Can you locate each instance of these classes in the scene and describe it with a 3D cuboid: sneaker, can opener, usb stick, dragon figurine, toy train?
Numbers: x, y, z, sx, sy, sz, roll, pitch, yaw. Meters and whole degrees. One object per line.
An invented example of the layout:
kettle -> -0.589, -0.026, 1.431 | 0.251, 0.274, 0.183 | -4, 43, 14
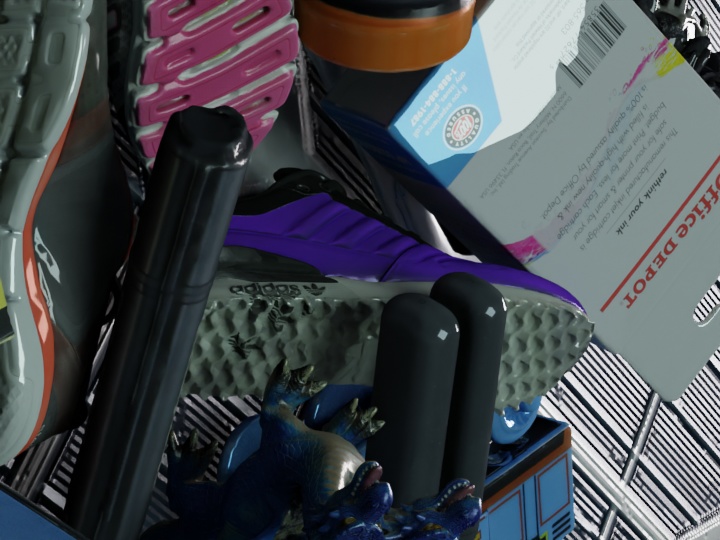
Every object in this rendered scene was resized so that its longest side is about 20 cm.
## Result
sneaker -> -0.079, -0.122, 0.818 | 0.074, 0.087, 0.200 | -28, 139, -17
can opener -> 0.036, 0.101, 0.841 | 0.053, 0.067, 0.200 | -22, 130, -39
usb stick -> -0.078, 0.037, 0.781 | 0.033, 0.055, 0.200 | 14, 110, -10
dragon figurine -> -0.040, 0.101, 0.789 | 0.059, 0.200, 0.099 | 37, 36, -27
toy train -> 0.016, 0.100, 0.941 | 0.200, 0.087, 0.114 | -30, 121, -45
sneaker -> 0.000, 0.000, 0.880 | 0.200, 0.100, 0.070 | 6, 132, -27
sneaker -> -0.118, -0.030, 0.787 | 0.082, 0.077, 0.200 | -4, 106, -60

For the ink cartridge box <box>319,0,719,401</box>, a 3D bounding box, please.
ink cartridge box -> 0.094, -0.047, 0.938 | 0.200, 0.068, 0.115 | 43, 82, -29

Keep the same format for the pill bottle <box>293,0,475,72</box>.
pill bottle -> 0.013, -0.175, 0.799 | 0.106, 0.106, 0.200 | -37, 141, -43

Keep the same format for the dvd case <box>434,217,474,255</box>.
dvd case -> 0.067, -0.127, 1.000 | 0.200, 0.025, 0.150 | -52, 124, -34

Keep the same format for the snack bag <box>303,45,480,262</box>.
snack bag -> 0.060, -0.091, 1.026 | 0.189, 0.021, 0.200 | -50, 128, -35

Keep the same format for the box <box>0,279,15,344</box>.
box -> -0.175, -0.064, 0.707 | 0.050, 0.075, 0.200 | -30, 114, -47

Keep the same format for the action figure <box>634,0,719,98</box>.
action figure -> 0.175, -0.139, 1.027 | 0.119, 0.102, 0.200 | 33, 63, -55

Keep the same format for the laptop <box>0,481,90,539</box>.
laptop -> -0.194, 0.145, 0.665 | 0.187, 0.116, 0.200 | 42, 61, -42
